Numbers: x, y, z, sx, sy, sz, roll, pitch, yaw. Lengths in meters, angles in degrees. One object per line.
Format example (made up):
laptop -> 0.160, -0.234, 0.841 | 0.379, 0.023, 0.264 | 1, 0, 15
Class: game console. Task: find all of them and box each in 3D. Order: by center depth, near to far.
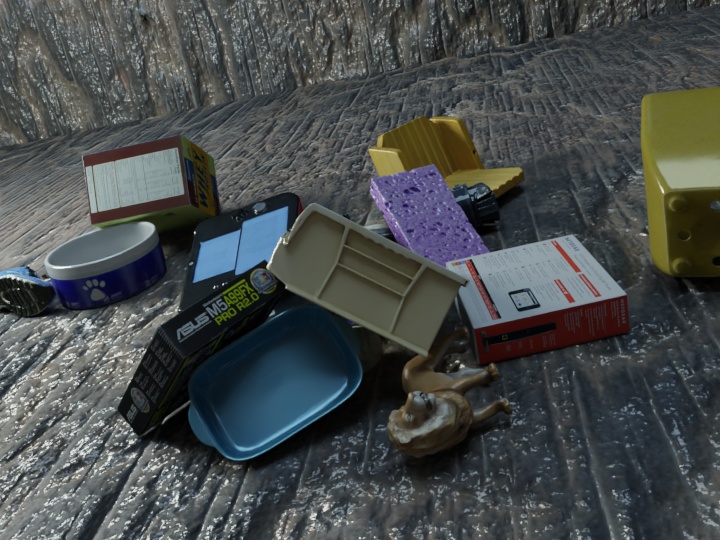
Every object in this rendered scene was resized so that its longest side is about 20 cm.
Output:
game console -> -0.165, -0.027, 1.098 | 0.174, 0.031, 0.202 | -14, 39, 10

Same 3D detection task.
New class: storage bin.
storage bin -> 0.000, 0.000, 0.899 | 0.196, 0.095, 0.200 | 27, 3, -6

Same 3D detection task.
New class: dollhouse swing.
dollhouse swing -> 0.160, -0.200, 1.391 | 0.199, 0.184, 0.175 | -31, 8, -38

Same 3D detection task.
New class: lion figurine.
lion figurine -> 0.078, 0.125, 0.806 | 0.121, 0.074, 0.200 | -22, 8, -1

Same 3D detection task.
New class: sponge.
sponge -> 0.100, -0.066, 1.128 | 0.110, 0.030, 0.202 | -13, 54, -21

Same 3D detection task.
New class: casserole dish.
casserole dish -> -0.089, 0.121, 0.840 | 0.198, 0.039, 0.122 | -31, 70, -13

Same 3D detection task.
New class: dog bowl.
dog bowl -> -0.447, -0.012, 1.385 | 0.196, 0.080, 0.201 | -11, 22, 4

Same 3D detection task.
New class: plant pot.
plant pot -> 0.439, -0.095, 0.954 | 0.191, 0.198, 0.201 | -1, 32, 27

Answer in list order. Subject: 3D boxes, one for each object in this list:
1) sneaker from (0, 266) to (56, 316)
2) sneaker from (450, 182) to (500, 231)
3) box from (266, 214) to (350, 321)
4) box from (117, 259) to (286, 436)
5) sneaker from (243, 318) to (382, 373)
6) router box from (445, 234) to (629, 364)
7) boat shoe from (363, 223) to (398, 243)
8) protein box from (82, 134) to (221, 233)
sneaker -> -0.596, 0.025, 1.383 | 0.197, 0.080, 0.089 | 5, 30, 37
sneaker -> 0.143, -0.075, 1.209 | 0.143, 0.078, 0.203 | -10, 23, 11
box -> -0.086, 0.016, 1.074 | 0.197, 0.046, 0.160 | -21, 40, 1
box -> -0.180, 0.089, 0.887 | 0.160, 0.044, 0.200 | -35, -12, -42
sneaker -> -0.076, 0.104, 0.933 | 0.196, 0.071, 0.100 | -13, 14, -6
router box -> 0.208, 0.029, 0.962 | 0.176, 0.050, 0.201 | -12, 22, 2
boat shoe -> -0.023, -0.010, 1.164 | 0.196, 0.073, 0.065 | -16, 40, -2
protein box -> -0.400, -0.159, 1.533 | 0.196, 0.138, 0.199 | -10, -6, 6
